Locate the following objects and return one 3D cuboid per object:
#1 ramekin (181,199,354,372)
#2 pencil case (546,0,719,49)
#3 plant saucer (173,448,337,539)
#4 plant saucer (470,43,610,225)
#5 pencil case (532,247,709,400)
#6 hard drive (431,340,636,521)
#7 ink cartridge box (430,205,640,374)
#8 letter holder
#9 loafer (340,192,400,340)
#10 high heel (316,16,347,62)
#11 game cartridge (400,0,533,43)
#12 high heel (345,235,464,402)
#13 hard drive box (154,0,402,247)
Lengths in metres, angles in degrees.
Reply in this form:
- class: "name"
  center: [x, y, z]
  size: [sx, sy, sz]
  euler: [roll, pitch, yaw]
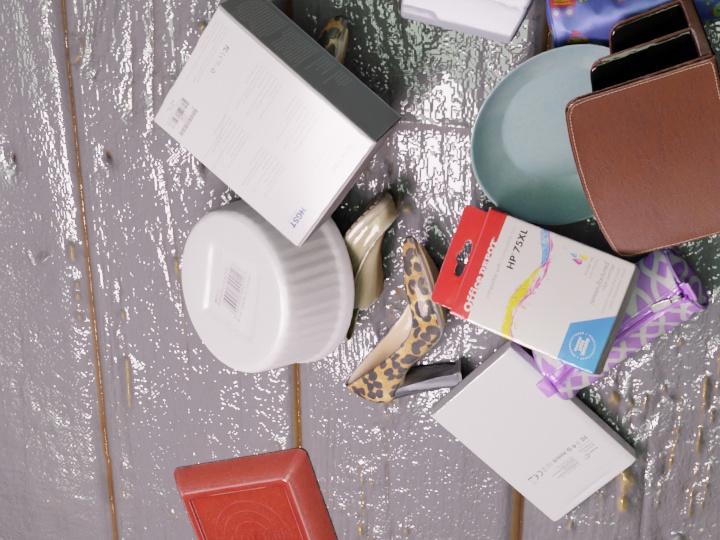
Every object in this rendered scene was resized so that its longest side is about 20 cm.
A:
- class: "ramekin"
  center: [-0.108, 0.014, 1.213]
  size: [0.199, 0.097, 0.204]
  euler: [15, 112, 40]
- class: "pencil case"
  center: [0.270, -0.263, 1.043]
  size: [0.197, 0.088, 0.078]
  euler: [-8, 152, 21]
- class: "plant saucer"
  center: [-0.133, 0.339, 1.427]
  size: [0.197, 0.037, 0.203]
  euler: [-12, 106, 21]
- class: "plant saucer"
  center: [0.205, -0.140, 1.108]
  size: [0.197, 0.039, 0.204]
  euler: [-2, 125, -3]
- class: "pencil case"
  center: [0.272, 0.057, 1.162]
  size: [0.084, 0.086, 0.200]
  euler: [42, 118, -15]
- class: "hard drive"
  center: [0.196, 0.184, 1.253]
  size: [0.199, 0.027, 0.132]
  euler: [41, 117, -11]
- class: "ink cartridge box"
  center: [0.169, 0.014, 1.122]
  size: [0.198, 0.067, 0.118]
  euler: [22, 93, 19]
- class: "letter holder"
  center: [0.271, -0.125, 1.034]
  size: [0.140, 0.101, 0.201]
  euler: [-17, 131, 16]
- class: "loafer"
  center: [0.000, 0.000, 1.235]
  size: [0.068, 0.076, 0.201]
  euler: [31, 126, 2]
- class: "high heel"
  center: [-0.101, -0.207, 1.171]
  size: [0.141, 0.072, 0.201]
  euler: [28, 125, -2]
- class: "game cartridge"
  center: [0.113, -0.317, 1.022]
  size: [0.131, 0.041, 0.203]
  euler: [14, 122, 11]
- class: "high heel"
  center: [0.030, 0.061, 1.244]
  size: [0.140, 0.072, 0.203]
  euler: [-10, 117, 14]
- class: "hard drive box"
  center: [-0.084, -0.151, 1.103]
  size: [0.200, 0.077, 0.156]
  euler: [42, 125, 1]
